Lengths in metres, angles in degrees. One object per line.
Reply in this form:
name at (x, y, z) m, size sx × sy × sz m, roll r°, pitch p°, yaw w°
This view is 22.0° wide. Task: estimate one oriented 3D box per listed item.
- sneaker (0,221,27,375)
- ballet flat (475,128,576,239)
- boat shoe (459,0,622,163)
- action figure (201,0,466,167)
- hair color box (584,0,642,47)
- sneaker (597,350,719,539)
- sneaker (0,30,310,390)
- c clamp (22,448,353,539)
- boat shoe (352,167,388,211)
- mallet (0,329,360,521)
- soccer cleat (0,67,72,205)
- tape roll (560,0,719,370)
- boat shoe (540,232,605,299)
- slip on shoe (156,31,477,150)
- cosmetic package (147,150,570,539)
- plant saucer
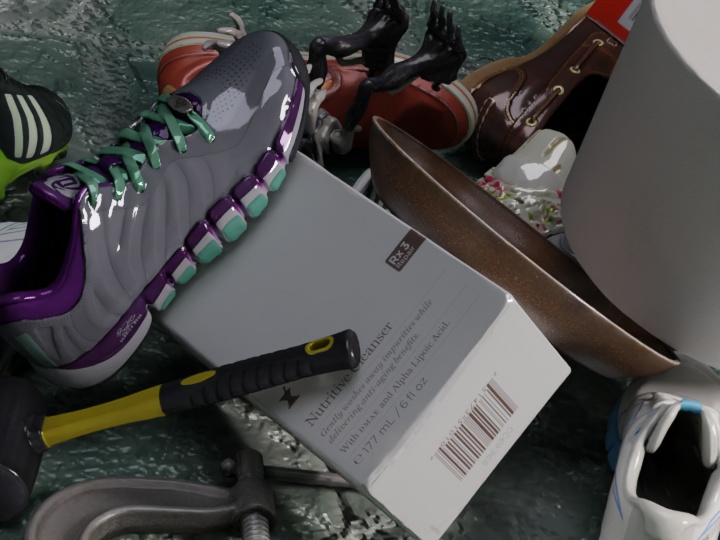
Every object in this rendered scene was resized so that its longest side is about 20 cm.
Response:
sneaker at (-0.180, 0.000, 0.940) m, size 0.087 × 0.075 × 0.199 m, roll 27°, pitch 36°, yaw 30°
ballet flat at (0.131, -0.058, 1.117) m, size 0.198 × 0.065 × 0.075 m, roll -12°, pitch 24°, yaw -31°
boat shoe at (0.141, -0.117, 1.201) m, size 0.070 × 0.071 × 0.199 m, roll 28°, pitch 46°, yaw 33°
action figure at (-0.043, -0.089, 1.032) m, size 0.200 × 0.103 × 0.119 m, roll -39°, pitch 47°, yaw -17°
hair color box at (0.234, -0.118, 1.151) m, size 0.199 × 0.061 × 0.102 m, roll 27°, pitch 16°, yaw -48°
sneaker at (0.158, 0.089, 0.907) m, size 0.074 × 0.087 × 0.201 m, roll 14°, pitch 34°, yaw 6°
sneaker at (-0.102, -0.040, 0.868) m, size 0.074 × 0.088 × 0.201 m, roll 29°, pitch 81°, yaw 39°
c clamp at (-0.066, 0.143, 0.813) m, size 0.169 × 0.027 × 0.201 m, roll 8°, pitch 35°, yaw -7°
boat shoe at (0.000, 0.000, 0.996) m, size 0.073 × 0.067 × 0.201 m, roll 11°, pitch 35°, yaw -1°
mallet at (-0.096, 0.067, 0.829) m, size 0.198 × 0.041 × 0.066 m, roll -12°, pitch 37°, yaw 19°
soccer cleat at (-0.203, -0.085, 1.005) m, size 0.067 × 0.082 × 0.200 m, roll -8°, pitch 16°, yaw 7°
tape roll at (0.219, -0.057, 0.962) m, size 0.201 × 0.140 × 0.204 m, roll 12°, pitch 38°, yaw -10°
boat shoe at (0.198, 0.005, 1.049) m, size 0.198 × 0.069 × 0.072 m, roll 18°, pitch 35°, yaw 8°
slip on shoe at (-0.028, -0.097, 1.126) m, size 0.198 × 0.074 × 0.062 m, roll 8°, pitch 50°, yaw -2°
cosmetic package at (-0.012, 0.026, 0.885) m, size 0.199 × 0.081 × 0.113 m, roll 33°, pitch 81°, yaw 38°
plant saucer at (0.076, -0.006, 0.946) m, size 0.200 × 0.032 × 0.200 m, roll 37°, pitch 8°, yaw -6°
